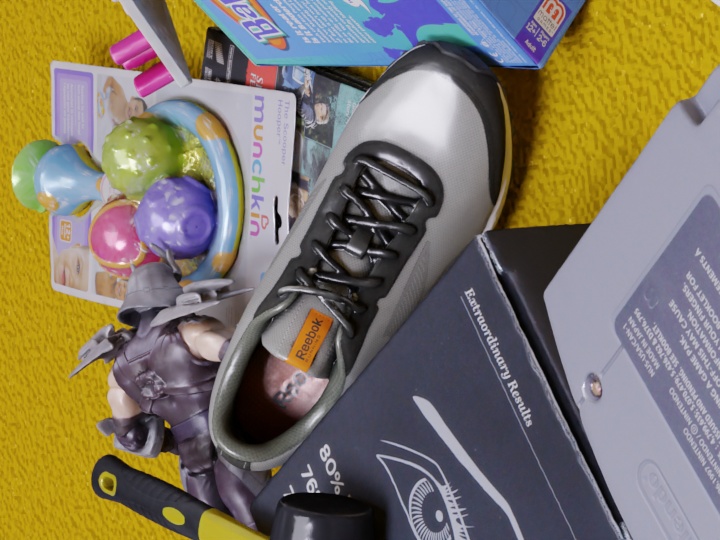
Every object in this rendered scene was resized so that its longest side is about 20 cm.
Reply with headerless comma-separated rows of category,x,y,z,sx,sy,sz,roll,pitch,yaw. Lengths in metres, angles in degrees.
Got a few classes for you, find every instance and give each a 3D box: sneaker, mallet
sneaker,0.000,0.000,1.172,0.074,0.079,0.200,30,107,7
mallet,-0.058,0.115,1.169,0.200,0.041,0.066,5,93,57

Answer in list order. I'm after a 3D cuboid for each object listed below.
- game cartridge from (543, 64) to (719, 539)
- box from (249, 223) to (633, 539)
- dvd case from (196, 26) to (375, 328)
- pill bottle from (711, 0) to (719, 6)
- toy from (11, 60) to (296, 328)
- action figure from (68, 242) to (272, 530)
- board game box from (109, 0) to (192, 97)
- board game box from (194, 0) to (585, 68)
game cartridge,0.130,0.052,0.888,0.133,0.041,0.200,-54,51,38
box,0.064,0.097,1.117,0.200,0.104,0.148,-49,54,42
dvd case,-0.016,-0.017,1.287,0.200,0.022,0.146,26,113,51
pill bottle,0.180,-0.174,0.932,0.114,0.114,0.200,42,124,43
toy,-0.105,-0.033,1.349,0.200,0.047,0.116,13,105,54
action figure,-0.063,0.082,1.288,0.130,0.069,0.201,-29,78,55
board game box,-0.150,-0.200,1.299,0.026,0.200,0.200,-28,46,7
board game box,-0.023,-0.147,1.186,0.200,0.152,0.045,6,57,52
